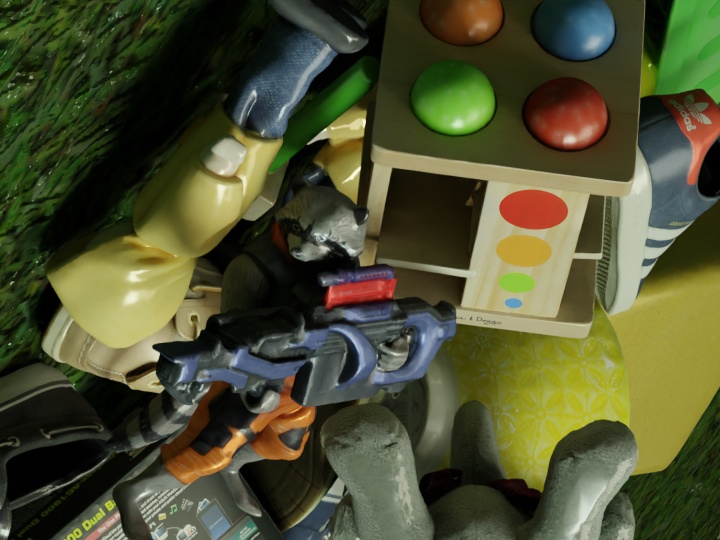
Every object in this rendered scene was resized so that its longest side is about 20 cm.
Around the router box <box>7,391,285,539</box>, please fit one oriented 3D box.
[{"bbox_3d":[-0.134,0.185,1.595,0.200,0.062,0.150,-40,117,-19],"label":"router box"}]

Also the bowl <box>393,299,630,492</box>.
[{"bbox_3d":[0.048,0.084,1.732,0.108,0.200,0.200,9,120,-44],"label":"bowl"}]

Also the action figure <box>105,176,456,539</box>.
[{"bbox_3d":[-0.061,0.040,1.412,0.200,0.105,0.194,4,123,-52],"label":"action figure"}]

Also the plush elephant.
[{"bbox_3d":[0.066,0.143,1.610,0.155,0.165,0.200,-91,177,-71],"label":"plush elephant"}]

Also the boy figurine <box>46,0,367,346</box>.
[{"bbox_3d":[-0.074,-0.054,1.417,0.200,0.064,0.124,-51,-170,14],"label":"boy figurine"}]

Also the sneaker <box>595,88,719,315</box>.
[{"bbox_3d":[0.164,-0.039,1.651,0.084,0.075,0.200,-26,163,-11],"label":"sneaker"}]

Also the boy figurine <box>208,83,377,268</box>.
[{"bbox_3d":[0.002,-0.067,1.605,0.200,0.064,0.124,-55,145,0],"label":"boy figurine"}]

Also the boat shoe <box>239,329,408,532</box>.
[{"bbox_3d":[-0.013,0.074,1.614,0.065,0.073,0.200,-18,154,-36],"label":"boat shoe"}]

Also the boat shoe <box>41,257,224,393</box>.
[{"bbox_3d":[-0.096,0.031,1.539,0.074,0.069,0.200,-57,163,13],"label":"boat shoe"}]

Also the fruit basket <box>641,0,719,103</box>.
[{"bbox_3d":[0.133,-0.143,1.674,0.215,0.156,0.216,-22,154,-11],"label":"fruit basket"}]

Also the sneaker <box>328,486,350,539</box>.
[{"bbox_3d":[-0.035,0.158,1.946,0.200,0.071,0.098,-27,148,-57],"label":"sneaker"}]

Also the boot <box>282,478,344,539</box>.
[{"bbox_3d":[-0.056,0.151,1.780,0.200,0.073,0.090,159,-52,-86],"label":"boot"}]

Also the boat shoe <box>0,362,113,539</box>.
[{"bbox_3d":[-0.193,0.109,1.447,0.200,0.066,0.070,-28,150,-54],"label":"boat shoe"}]

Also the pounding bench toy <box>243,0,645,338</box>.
[{"bbox_3d":[0.030,-0.071,1.461,0.156,0.200,0.124,99,-2,-56],"label":"pounding bench toy"}]

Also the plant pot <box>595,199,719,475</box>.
[{"bbox_3d":[0.123,0.017,1.892,0.200,0.194,0.196,-14,139,-55],"label":"plant pot"}]
